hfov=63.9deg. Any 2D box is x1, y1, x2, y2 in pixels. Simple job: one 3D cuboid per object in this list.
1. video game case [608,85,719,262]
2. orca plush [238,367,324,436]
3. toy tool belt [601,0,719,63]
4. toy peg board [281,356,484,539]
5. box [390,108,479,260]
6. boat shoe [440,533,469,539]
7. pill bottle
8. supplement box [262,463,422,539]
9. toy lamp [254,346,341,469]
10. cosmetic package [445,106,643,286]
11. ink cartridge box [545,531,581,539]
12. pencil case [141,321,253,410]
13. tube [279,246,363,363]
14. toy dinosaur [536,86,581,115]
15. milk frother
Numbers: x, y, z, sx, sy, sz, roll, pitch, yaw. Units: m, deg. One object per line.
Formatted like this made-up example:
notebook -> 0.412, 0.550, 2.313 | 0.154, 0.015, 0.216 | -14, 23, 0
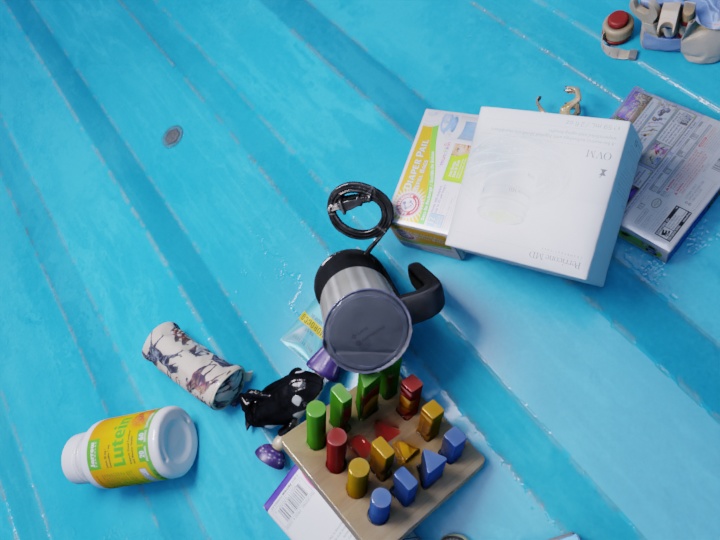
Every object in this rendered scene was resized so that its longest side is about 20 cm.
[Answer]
video game case -> 0.411, -0.141, 0.820 | 0.181, 0.045, 0.200 | 38, 88, 29
orca plush -> -0.140, 0.183, 0.858 | 0.199, 0.071, 0.106 | -16, 47, 52
toy tool belt -> 0.461, -0.389, 0.851 | 0.199, 0.123, 0.126 | 14, 76, 26
toy peg board -> 0.031, 0.216, 0.752 | 0.199, 0.098, 0.199 | -29, 52, -29
box -> 0.131, -0.134, 0.901 | 0.112, 0.101, 0.201 | 14, 76, 26
boat shoe -> 0.125, 0.433, 0.706 | 0.071, 0.066, 0.202 | -11, 67, 18
pill bottle -> -0.379, 0.292, 0.941 | 0.199, 0.111, 0.112 | -15, 65, 17
supplement box -> -0.016, 0.349, 0.776 | 0.200, 0.103, 0.101 | 36, 86, 30
toy lamp -> -0.088, 0.204, 0.889 | 0.058, 0.058, 0.201 | 30, 86, 29
cosmetic package -> 0.249, -0.101, 0.791 | 0.198, 0.123, 0.201 | 17, 96, 33
ink cartridge box -> 0.221, 0.411, 0.634 | 0.125, 0.129, 0.201 | -21, 63, 7
pencil case -> -0.280, 0.157, 0.974 | 0.199, 0.089, 0.078 | 26, 110, 29
tube -> -0.045, 0.056, 0.936 | 0.077, 0.050, 0.200 | 37, 92, 28
toy dinosaur -> 0.315, -0.222, 0.884 | 0.199, 0.058, 0.102 | 1, 73, 43
milk frother -> 0.000, 0.000, 0.799 | 0.180, 0.201, 0.188 | -34, 19, 3
